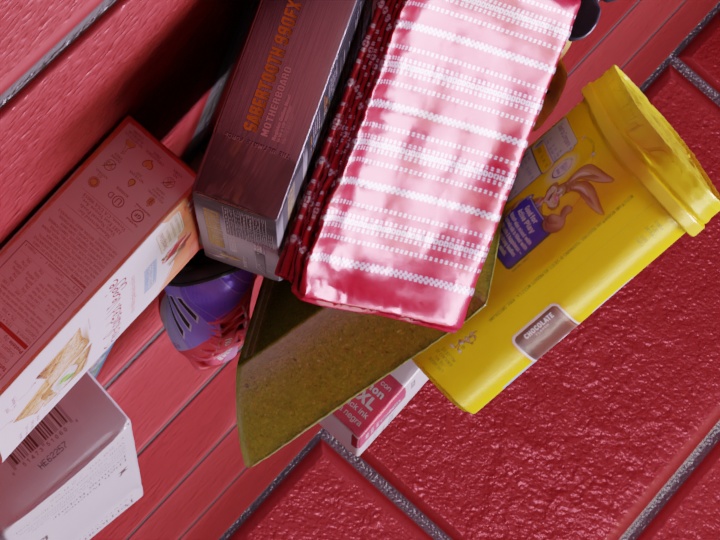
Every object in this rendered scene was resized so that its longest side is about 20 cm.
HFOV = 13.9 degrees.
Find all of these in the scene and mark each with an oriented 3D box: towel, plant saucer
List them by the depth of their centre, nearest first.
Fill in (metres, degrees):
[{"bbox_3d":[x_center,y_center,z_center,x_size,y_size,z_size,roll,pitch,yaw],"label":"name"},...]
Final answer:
[{"bbox_3d":[0.040,-0.068,1.580,0.144,0.022,0.201,15,97,-46],"label":"towel"},{"bbox_3d":[0.000,0.000,1.794,0.199,0.048,0.200,-35,-158,29],"label":"plant saucer"}]

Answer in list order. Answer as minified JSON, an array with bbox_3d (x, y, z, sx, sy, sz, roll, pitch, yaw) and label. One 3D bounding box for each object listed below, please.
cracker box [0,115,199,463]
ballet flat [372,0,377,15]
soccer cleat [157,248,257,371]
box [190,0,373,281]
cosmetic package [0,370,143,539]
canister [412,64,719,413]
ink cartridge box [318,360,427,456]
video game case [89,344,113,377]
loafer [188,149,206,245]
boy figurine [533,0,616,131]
[{"bbox_3d":[-0.168,0.025,1.554,0.200,0.058,0.134,-47,173,-13],"label":"cracker box"},{"bbox_3d":[0.035,-0.173,1.784,0.063,0.068,0.200,-20,-171,31],"label":"ballet flat"},{"bbox_3d":[-0.091,0.023,1.846,0.068,0.074,0.200,-15,179,-10],"label":"soccer cleat"},{"bbox_3d":[-0.039,-0.089,1.562,0.200,0.048,0.159,94,16,-81],"label":"box"},{"bbox_3d":[-0.190,0.120,1.761,0.102,0.074,0.200,-40,168,-11],"label":"cosmetic package"},{"bbox_3d":[0.113,-0.018,1.796,0.200,0.087,0.149,-41,-162,10],"label":"canister"},{"bbox_3d":[0.035,0.018,1.955,0.200,0.084,0.145,-49,175,-6],"label":"ink cartridge box"},{"bbox_3d":[-0.191,0.062,1.820,0.143,0.018,0.200,-44,172,-37],"label":"video game case"},{"bbox_3d":[-0.034,-0.080,1.787,0.200,0.076,0.067,-44,179,-42],"label":"loafer"},{"bbox_3d":[0.101,-0.134,1.753,0.124,0.064,0.200,-46,173,-20],"label":"boy figurine"}]
